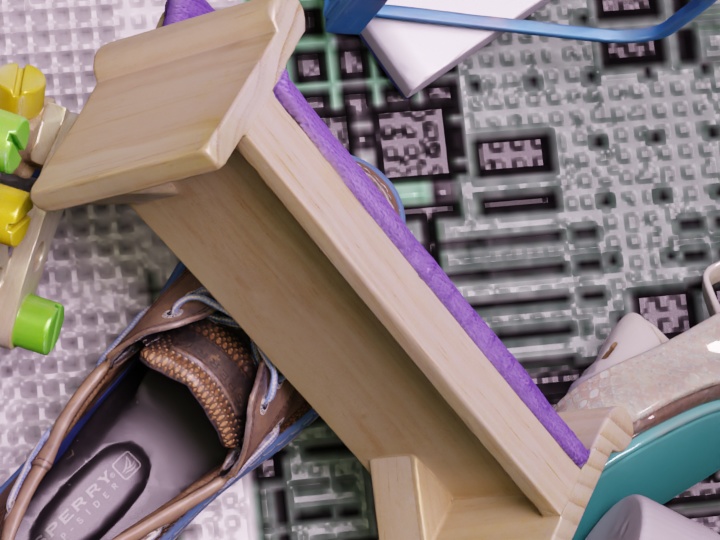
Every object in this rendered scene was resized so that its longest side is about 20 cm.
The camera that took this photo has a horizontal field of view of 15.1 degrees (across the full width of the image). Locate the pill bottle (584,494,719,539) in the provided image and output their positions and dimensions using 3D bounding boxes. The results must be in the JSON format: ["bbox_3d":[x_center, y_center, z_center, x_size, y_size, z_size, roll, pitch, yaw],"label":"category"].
[{"bbox_3d":[0.158,0.159,0.902,0.199,0.110,0.110,28,78,-7],"label":"pill bottle"}]

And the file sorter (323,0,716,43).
[{"bbox_3d":[0.064,-0.187,0.909,0.122,0.139,0.201,5,80,-12],"label":"file sorter"}]

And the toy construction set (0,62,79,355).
[{"bbox_3d":[-0.128,-0.046,0.845,0.092,0.200,0.132,10,57,20],"label":"toy construction set"}]

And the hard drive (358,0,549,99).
[{"bbox_3d":[0.012,-0.181,0.981,0.132,0.025,0.200,-35,87,-13],"label":"hard drive"}]

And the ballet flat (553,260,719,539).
[{"bbox_3d":[0.123,0.034,0.955,0.199,0.068,0.062,-26,58,-15],"label":"ballet flat"}]

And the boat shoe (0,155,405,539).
[{"bbox_3d":[-0.050,0.039,0.912,0.072,0.072,0.200,38,77,-1],"label":"boat shoe"}]

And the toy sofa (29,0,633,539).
[{"bbox_3d":[0.000,0.000,0.856,0.200,0.083,0.098,50,51,-28],"label":"toy sofa"}]
